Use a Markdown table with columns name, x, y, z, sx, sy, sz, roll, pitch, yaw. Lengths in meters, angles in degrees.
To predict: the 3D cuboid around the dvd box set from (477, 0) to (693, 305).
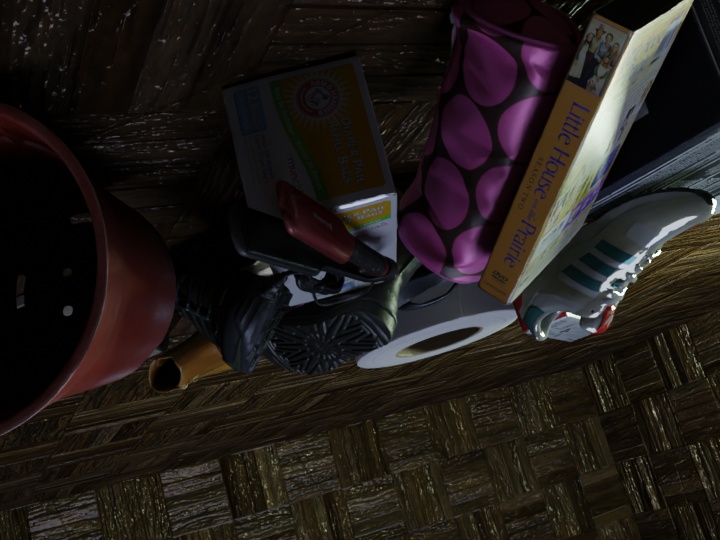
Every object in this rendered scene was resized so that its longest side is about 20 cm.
| name | x | y | z | sx | sy | sz | roll | pitch | yaw |
| --- | --- | --- | --- | --- | --- | --- | --- | --- | --- |
| dvd box set | 0.151 | -0.088 | 0.570 | 0.146 | 0.029 | 0.202 | -38 | 153 | -47 |

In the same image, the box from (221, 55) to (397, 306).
| name | x | y | z | sx | sy | sz | roll | pitch | yaw |
| --- | --- | --- | --- | --- | --- | --- | --- | --- | --- |
| box | -0.032 | -0.060 | 0.662 | 0.100 | 0.114 | 0.200 | -14 | 164 | -2 |

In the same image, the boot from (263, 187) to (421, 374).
| name | x | y | z | sx | sy | sz | roll | pitch | yaw |
| --- | --- | --- | --- | --- | --- | --- | --- | --- | --- |
| boot | 0.000 | 0.002 | 0.838 | 0.180 | 0.201 | 0.073 | -14 | 127 | 35 |

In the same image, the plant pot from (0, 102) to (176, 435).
| name | x | y | z | sx | sy | sz | roll | pitch | yaw |
| --- | --- | --- | --- | --- | --- | --- | --- | --- | --- |
| plant pot | -0.227 | 0.009 | 0.578 | 0.198 | 0.203 | 0.195 | -18 | 173 | 5 |

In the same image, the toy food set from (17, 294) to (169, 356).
| name | x | y | z | sx | sy | sz | roll | pitch | yaw |
| --- | --- | --- | --- | --- | --- | --- | --- | --- | --- |
| toy food set | -0.321 | 0.069 | 0.934 | 0.142 | 0.061 | 0.200 | -20 | 156 | 13 |

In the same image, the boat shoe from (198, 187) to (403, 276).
| name | x | y | z | sx | sy | sz | roll | pitch | yaw |
| --- | --- | --- | --- | --- | --- | --- | --- | --- | --- |
| boat shoe | -0.051 | -0.030 | 0.802 | 0.197 | 0.072 | 0.065 | -15 | 148 | 0 |

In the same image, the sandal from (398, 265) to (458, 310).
| name | x | y | z | sx | sy | sz | roll | pitch | yaw |
| --- | --- | --- | --- | --- | --- | --- | --- | --- | --- |
| sandal | 0.051 | 0.015 | 0.880 | 0.199 | 0.076 | 0.043 | -29 | 117 | 18 |

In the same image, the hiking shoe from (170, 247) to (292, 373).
| name | x | y | z | sx | sy | sz | roll | pitch | yaw |
| --- | --- | --- | --- | --- | --- | --- | --- | --- | --- |
| hiking shoe | -0.117 | 0.027 | 0.679 | 0.100 | 0.076 | 0.200 | 29 | 170 | -9 |

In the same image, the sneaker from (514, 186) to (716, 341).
| name | x | y | z | sx | sy | sz | roll | pitch | yaw |
| --- | --- | --- | --- | --- | --- | --- | --- | --- | --- |
| sneaker | 0.214 | 0.001 | 0.720 | 0.199 | 0.095 | 0.070 | -25 | 164 | 39 |

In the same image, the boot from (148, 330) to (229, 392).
| name | x | y | z | sx | sy | sz | roll | pitch | yaw |
| --- | --- | --- | --- | --- | --- | --- | --- | --- | --- |
| boot | -0.202 | 0.106 | 1.058 | 0.143 | 0.071 | 0.201 | -33 | 173 | -30 |

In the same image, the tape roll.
| name | x | y | z | sx | sy | sz | roll | pitch | yaw |
| --- | --- | --- | --- | --- | --- | --- | --- | --- | --- |
| tape roll | 0.073 | 0.020 | 1.006 | 0.200 | 0.141 | 0.203 | -15 | 166 | -4 |

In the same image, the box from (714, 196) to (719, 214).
| name | x | y | z | sx | sy | sz | roll | pitch | yaw |
| --- | --- | --- | --- | --- | --- | --- | --- | --- | --- |
| box | 0.413 | -0.137 | 0.905 | 0.198 | 0.098 | 0.176 | -24 | 164 | 24 |

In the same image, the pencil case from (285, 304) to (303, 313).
| name | x | y | z | sx | sy | sz | roll | pitch | yaw |
| --- | --- | --- | --- | --- | --- | --- | --- | --- | --- |
| pencil case | -0.079 | 0.049 | 0.956 | 0.086 | 0.084 | 0.200 | 25 | 176 | 18 |

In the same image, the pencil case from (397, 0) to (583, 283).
| name | x | y | z | sx | sy | sz | roll | pitch | yaw |
| --- | --- | --- | --- | --- | --- | --- | --- | --- | --- |
| pencil case | 0.080 | -0.089 | 0.586 | 0.091 | 0.093 | 0.202 | -55 | 165 | -51 |

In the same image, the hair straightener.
| name | x | y | z | sx | sy | sz | roll | pitch | yaw |
| --- | --- | --- | --- | --- | --- | --- | --- | --- | --- |
| hair straightener | -0.034 | -0.010 | 0.578 | 0.076 | 0.041 | 0.200 | -22 | 165 | 19 |

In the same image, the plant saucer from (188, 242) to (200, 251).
| name | x | y | z | sx | sy | sz | roll | pitch | yaw |
| --- | --- | --- | --- | --- | --- | --- | --- | --- | --- |
| plant saucer | -0.127 | -0.005 | 0.918 | 0.198 | 0.028 | 0.200 | -17 | 164 | -5 |

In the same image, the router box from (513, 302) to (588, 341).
| name | x | y | z | sx | sy | sz | roll | pitch | yaw |
| --- | --- | --- | --- | --- | --- | --- | --- | --- | --- |
| router box | 0.199 | -0.018 | 0.931 | 0.048 | 0.182 | 0.199 | -23 | 163 | 23 |

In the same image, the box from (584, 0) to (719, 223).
| name | x | y | z | sx | sy | sz | roll | pitch | yaw |
| --- | --- | --- | --- | --- | --- | --- | --- | --- | --- |
| box | 0.261 | -0.131 | 0.710 | 0.196 | 0.125 | 0.200 | -4 | 162 | -36 |
